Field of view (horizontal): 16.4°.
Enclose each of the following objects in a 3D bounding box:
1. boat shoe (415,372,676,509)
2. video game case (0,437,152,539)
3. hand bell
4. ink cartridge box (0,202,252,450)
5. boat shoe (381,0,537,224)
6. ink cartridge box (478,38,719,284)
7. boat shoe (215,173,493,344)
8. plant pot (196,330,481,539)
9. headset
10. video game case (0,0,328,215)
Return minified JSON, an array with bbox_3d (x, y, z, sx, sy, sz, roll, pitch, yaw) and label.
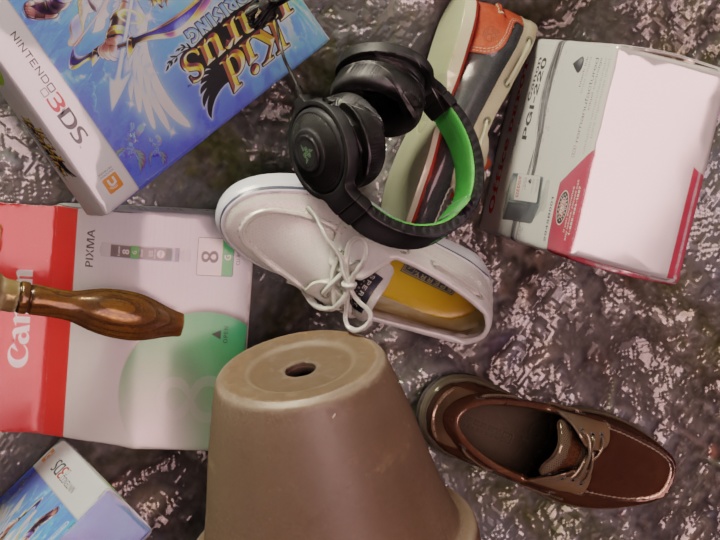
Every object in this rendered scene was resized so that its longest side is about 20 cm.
[{"bbox_3d":[0.137,0.129,1.767,0.199,0.072,0.076,14,93,-18],"label":"boat shoe"},{"bbox_3d":[-0.235,0.206,1.608,0.200,0.181,0.045,-45,105,-7],"label":"video game case"},{"bbox_3d":[-0.213,0.018,1.630,0.199,0.104,0.105,11,94,-17],"label":"hand bell"},{"bbox_3d":[-0.175,0.037,1.676,0.199,0.050,0.162,2,96,-19],"label":"ink cartridge box"},{"bbox_3d":[0.065,-0.090,1.723,0.062,0.071,0.201,19,87,-21],"label":"boat shoe"},{"bbox_3d":[0.159,-0.078,1.681,0.084,0.200,0.146,13,93,-14],"label":"ink cartridge box"},{"bbox_3d":[-0.001,0.004,1.651,0.201,0.086,0.075,23,116,-18],"label":"boat shoe"},{"bbox_3d":[-0.027,0.139,1.638,0.200,0.200,0.175,-17,114,-14],"label":"plant pot"},{"bbox_3d":[0.004,-0.107,1.619,0.200,0.094,0.124,43,52,-7],"label":"headset"},{"bbox_3d":[-0.148,-0.167,1.637,0.200,0.045,0.182,-40,107,-18],"label":"video game case"}]
